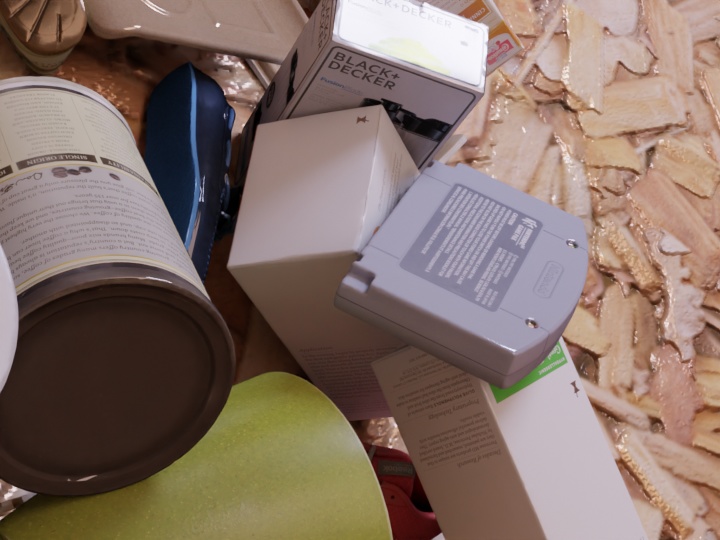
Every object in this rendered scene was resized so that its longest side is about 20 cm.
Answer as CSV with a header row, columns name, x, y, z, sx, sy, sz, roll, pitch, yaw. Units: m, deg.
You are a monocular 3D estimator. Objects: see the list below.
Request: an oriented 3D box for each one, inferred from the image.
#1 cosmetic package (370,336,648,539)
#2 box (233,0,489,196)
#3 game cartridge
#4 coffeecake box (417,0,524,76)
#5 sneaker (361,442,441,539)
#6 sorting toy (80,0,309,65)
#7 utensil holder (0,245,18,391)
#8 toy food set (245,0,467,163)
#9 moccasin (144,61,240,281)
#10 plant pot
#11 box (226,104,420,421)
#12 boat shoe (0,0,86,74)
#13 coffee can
name,x,y,z,sx,sy,sz,roll,pitch,yaw
cosmetic package,0.101,0.126,1.094,0.107,0.085,0.201,-24,89,-50
box,-0.004,-0.111,1.177,0.116,0.200,0.061,18,55,-17
game cartridge,0.074,0.000,1.061,0.132,0.041,0.200,23,31,9
coffeecake box,0.039,-0.256,1.356,0.200,0.073,0.154,52,9,-20
sneaker,-0.007,0.138,1.152,0.199,0.087,0.074,26,52,-36
sorting toy,-0.141,-0.219,1.199,0.199,0.037,0.186,-1,51,-46
utensil holder,-0.282,0.042,0.810,0.169,0.199,0.171,22,56,-37
toy food set,-0.001,-0.155,1.331,0.201,0.060,0.144,55,40,-10
moccasin,-0.108,-0.054,1.149,0.068,0.080,0.201,33,50,-38
plant pot,-0.115,0.170,0.970,0.199,0.187,0.189,-11,78,-36
box,0.000,0.000,1.170,0.200,0.097,0.125,58,33,-47
boat shoe,-0.247,-0.225,1.110,0.073,0.063,0.201,-20,83,-23
coffee can,-0.168,0.004,0.937,0.146,0.147,0.200,24,24,-38
